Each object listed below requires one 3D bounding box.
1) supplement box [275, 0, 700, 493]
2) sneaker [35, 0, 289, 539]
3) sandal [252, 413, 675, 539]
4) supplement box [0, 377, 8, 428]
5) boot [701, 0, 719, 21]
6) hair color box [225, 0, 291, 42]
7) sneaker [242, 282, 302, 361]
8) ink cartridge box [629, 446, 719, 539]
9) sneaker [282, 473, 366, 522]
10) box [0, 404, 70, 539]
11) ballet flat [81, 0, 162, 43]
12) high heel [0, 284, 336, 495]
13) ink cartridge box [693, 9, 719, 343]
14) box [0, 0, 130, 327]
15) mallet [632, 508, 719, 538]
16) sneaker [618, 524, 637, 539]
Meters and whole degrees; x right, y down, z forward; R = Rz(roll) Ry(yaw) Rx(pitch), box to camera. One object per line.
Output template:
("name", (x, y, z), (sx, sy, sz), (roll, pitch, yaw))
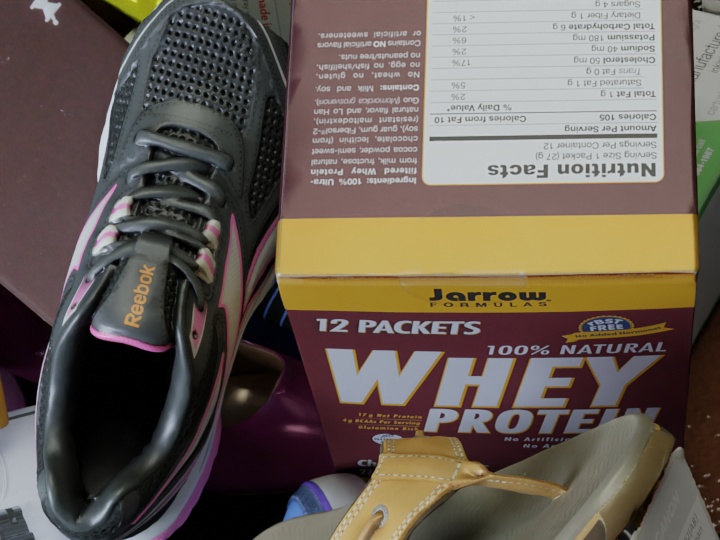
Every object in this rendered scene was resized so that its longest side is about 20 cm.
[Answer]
("supplement box", (0.051, -0.047, 0.841), (0.132, 0.198, 0.201), (0, 65, 6))
("sneaker", (-0.065, 0.004, 0.804), (0.080, 0.202, 0.086), (9, 1, 3))
("sandal", (0.010, 0.080, 0.716), (0.199, 0.054, 0.081), (-19, 30, 48))
("supplement box", (-0.222, 0.028, 0.921), (0.069, 0.067, 0.199), (-20, 20, -38))
("boot", (0.233, -0.141, 1.090), (0.090, 0.073, 0.200), (23, 25, 23))
("hair color box", (-0.027, -0.135, 0.994), (0.198, 0.102, 0.061), (-4, 36, 5))
("sneaker", (0.000, 0.000, 0.966), (0.199, 0.078, 0.070), (14, 45, 31))
("ink cartridge box", (0.082, 0.178, 0.682), (0.050, 0.201, 0.161), (-6, 35, 34))
("sneaker", (-0.058, 0.155, 0.805), (0.145, 0.081, 0.201), (-2, 48, -7))
("box", (-0.182, 0.127, 0.866), (0.199, 0.060, 0.117), (-14, 43, -12))
("ballet flat", (-0.115, -0.094, 0.945), (0.199, 0.067, 0.067), (32, 43, -17))
("high heel", (-0.081, 0.030, 0.939), (0.198, 0.097, 0.068), (8, 42, 13))
("ink cartridge box", (0.075, -0.056, 1.033), (0.199, 0.085, 0.146), (16, 45, 21))
("box", (-0.133, -0.057, 0.876), (0.100, 0.200, 0.075), (-51, 14, -5))
("mallet", (0.102, 0.077, 0.921), (0.065, 0.041, 0.200), (-13, 38, -10))
("sneaker", (0.039, 0.149, 0.715), (0.078, 0.090, 0.200), (17, 44, 17))
